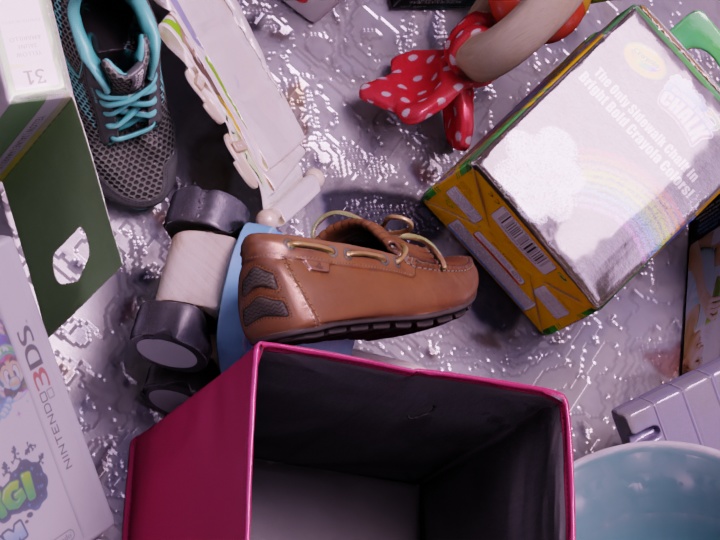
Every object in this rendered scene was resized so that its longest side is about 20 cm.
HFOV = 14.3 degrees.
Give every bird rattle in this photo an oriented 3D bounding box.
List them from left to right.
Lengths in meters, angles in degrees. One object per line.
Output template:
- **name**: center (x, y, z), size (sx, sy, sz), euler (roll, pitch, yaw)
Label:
- **bird rattle**: center (0.092, -0.168, 1.792), size (0.113, 0.163, 0.200), euler (48, 66, -8)

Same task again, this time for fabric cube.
- **fabric cube**: center (-0.012, 0.173, 1.609), size (0.199, 0.199, 0.197), euler (10, 67, -22)

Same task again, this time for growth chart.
- **growth chart**: center (-0.080, -0.119, 1.738), size (0.201, 0.018, 0.145), euler (63, 19, 2)

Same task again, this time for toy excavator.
- **toy excavator**: center (-0.022, 0.051, 1.696), size (0.199, 0.195, 0.100), euler (12, 63, 9)

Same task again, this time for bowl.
- **bowl**: center (0.175, 0.212, 1.693), size (0.199, 0.105, 0.202), euler (-7, 56, 11)

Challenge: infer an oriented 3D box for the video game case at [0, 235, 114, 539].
- **video game case**: center (-0.234, 0.103, 1.565), size (0.200, 0.024, 0.183), euler (-33, 112, -42)

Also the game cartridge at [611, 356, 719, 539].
- **game cartridge**: center (0.245, 0.152, 1.792), size (0.129, 0.038, 0.201), euler (-25, 103, -19)

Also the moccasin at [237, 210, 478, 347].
- **moccasin**: center (-0.001, 0.000, 1.614), size (0.201, 0.073, 0.078), euler (-4, 82, -50)

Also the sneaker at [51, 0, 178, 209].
- **sneaker**: center (-0.146, -0.115, 1.670), size (0.077, 0.091, 0.201), euler (-24, 122, -13)

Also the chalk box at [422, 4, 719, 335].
- **chalk box**: center (0.159, -0.076, 1.801), size (0.200, 0.124, 0.125), euler (-42, 92, -16)

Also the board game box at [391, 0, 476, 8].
- **board game box**: center (0.064, -0.271, 1.906), size (0.135, 0.028, 0.201), euler (-3, 73, -27)

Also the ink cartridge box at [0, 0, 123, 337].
- **ink cartridge box**: center (-0.200, -0.073, 1.637), size (0.048, 0.145, 0.201), euler (-8, 76, -26)

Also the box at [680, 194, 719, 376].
- **box**: center (0.273, 0.036, 1.878), size (0.116, 0.060, 0.201), euler (16, 66, -20)

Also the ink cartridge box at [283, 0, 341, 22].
- **ink cartridge box**: center (-0.027, -0.254, 1.756), size (0.145, 0.200, 0.085), euler (37, 63, -10)
